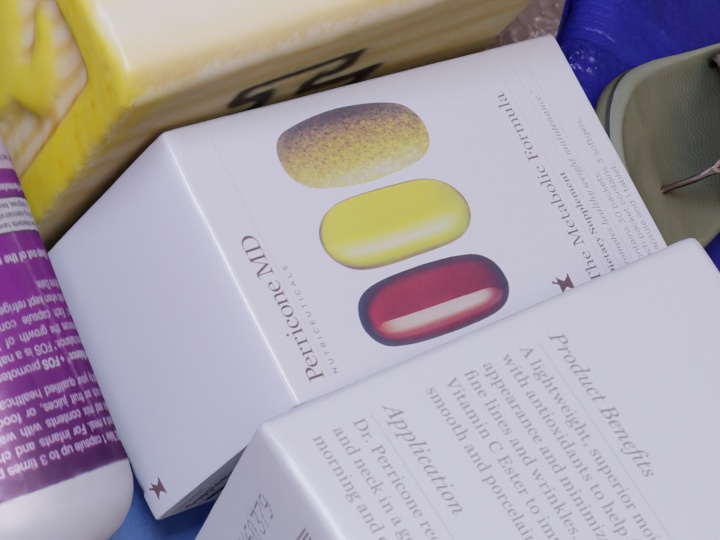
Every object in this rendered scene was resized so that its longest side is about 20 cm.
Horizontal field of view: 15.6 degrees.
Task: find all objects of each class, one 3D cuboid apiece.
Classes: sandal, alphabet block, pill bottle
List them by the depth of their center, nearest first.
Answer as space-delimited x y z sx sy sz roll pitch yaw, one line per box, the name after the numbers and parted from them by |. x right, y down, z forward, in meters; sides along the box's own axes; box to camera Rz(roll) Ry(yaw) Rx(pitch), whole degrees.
-0.146 0.053 0.913 0.112 0.112 0.200 -20 86 -29 | pill bottle
-0.071 -0.136 0.993 0.200 0.196 0.196 -20 77 -29 | alphabet block
0.164 -0.064 1.094 0.201 0.057 0.080 -28 98 -42 | sandal

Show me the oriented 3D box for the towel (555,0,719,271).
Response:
0.135 -0.080 1.146 0.148 0.049 0.200 37 57 -30 | towel

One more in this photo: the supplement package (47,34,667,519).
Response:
0.000 0.000 0.990 0.200 0.110 0.114 -18 75 -40 | supplement package

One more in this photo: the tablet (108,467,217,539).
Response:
-0.052 0.095 1.020 0.200 0.014 0.130 -19 89 -31 | tablet

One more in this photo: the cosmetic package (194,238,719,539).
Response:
0.063 0.122 0.948 0.200 0.165 0.165 -21 68 -29 | cosmetic package
